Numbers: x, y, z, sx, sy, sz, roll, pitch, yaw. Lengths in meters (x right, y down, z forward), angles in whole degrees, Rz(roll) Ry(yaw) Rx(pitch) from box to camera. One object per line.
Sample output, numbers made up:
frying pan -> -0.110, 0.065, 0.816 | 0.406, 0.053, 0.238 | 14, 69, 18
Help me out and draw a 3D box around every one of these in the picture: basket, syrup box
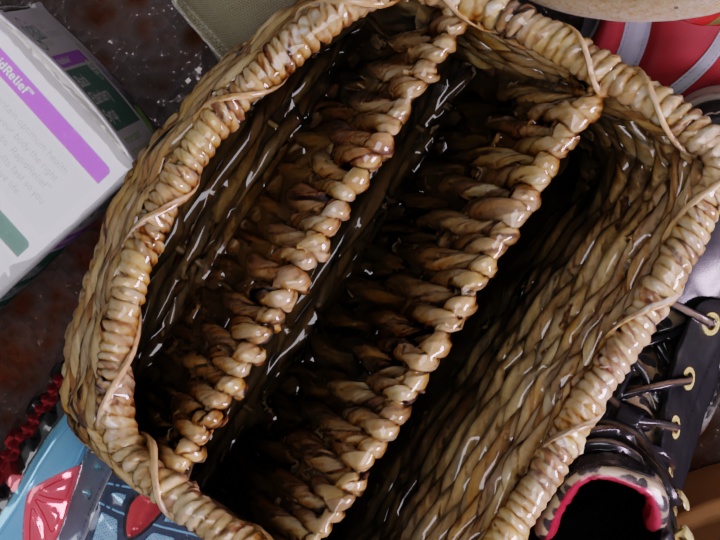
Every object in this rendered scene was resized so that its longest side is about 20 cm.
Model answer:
basket -> 0.000, 0.000, 0.763 | 0.143, 0.149, 0.200 | 35, 86, -19
syrup box -> -0.171, -0.005, 0.864 | 0.200, 0.079, 0.081 | -41, 94, 8

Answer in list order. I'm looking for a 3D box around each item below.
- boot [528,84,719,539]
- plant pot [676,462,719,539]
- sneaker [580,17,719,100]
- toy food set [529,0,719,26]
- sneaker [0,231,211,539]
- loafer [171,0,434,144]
boot -> 0.094, 0.045, 0.806 | 0.073, 0.151, 0.200 | 27, 114, -3
plant pot -> 0.162, 0.179, 0.847 | 0.200, 0.140, 0.201 | 0, 99, 2
sneaker -> 0.148, -0.143, 0.831 | 0.112, 0.071, 0.200 | 24, 102, -4
toy food set -> 0.112, -0.164, 0.787 | 0.198, 0.049, 0.200 | 16, 69, 30
sneaker -> -0.074, 0.063, 0.883 | 0.095, 0.079, 0.200 | 33, 106, -17
loafer -> -0.042, -0.118, 0.845 | 0.076, 0.068, 0.200 | -37, 95, 8
